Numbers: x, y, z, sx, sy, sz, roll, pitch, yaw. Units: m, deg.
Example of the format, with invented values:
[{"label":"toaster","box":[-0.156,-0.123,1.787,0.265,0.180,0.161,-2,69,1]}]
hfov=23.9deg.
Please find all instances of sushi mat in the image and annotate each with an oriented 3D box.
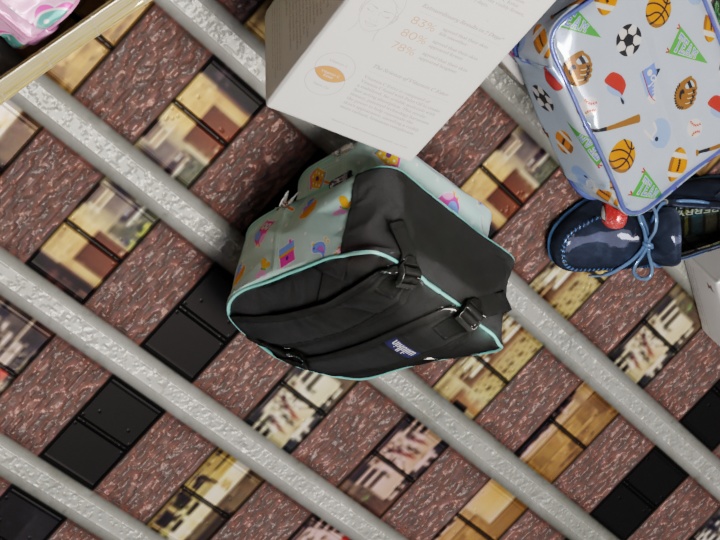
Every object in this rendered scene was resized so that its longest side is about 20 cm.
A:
[{"label":"sushi mat","box":[-0.221,-0.151,1.200,0.200,0.096,0.012,-35,94,-2]}]

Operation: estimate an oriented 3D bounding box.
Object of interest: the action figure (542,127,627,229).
[{"label":"action figure","box":[0.190,-0.135,1.396,0.065,0.099,0.201,-7,97,-46]}]

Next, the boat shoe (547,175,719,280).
[{"label":"boat shoe","box":[0.262,-0.042,1.476,0.199,0.069,0.085,-19,122,-13]}]

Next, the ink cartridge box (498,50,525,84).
[{"label":"ink cartridge box","box":[0.056,-0.224,1.275,0.037,0.095,0.200,-48,124,6]}]

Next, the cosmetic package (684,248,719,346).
[{"label":"cosmetic package","box":[0.402,-0.012,1.552,0.199,0.074,0.102,-26,123,-7]}]

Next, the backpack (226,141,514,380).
[{"label":"backpack","box":[0.000,0.000,1.327,0.175,0.154,0.200,31,138,-34]}]

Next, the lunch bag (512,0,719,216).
[{"label":"lunch bag","box":[0.210,-0.150,1.289,0.160,0.075,0.200,-39,123,-16]}]

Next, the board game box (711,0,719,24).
[{"label":"board game box","box":[0.281,-0.269,1.354,0.126,0.035,0.201,-29,129,-41]}]

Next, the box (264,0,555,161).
[{"label":"box","box":[0.034,-0.187,1.165,0.124,0.098,0.200,19,136,-26]}]

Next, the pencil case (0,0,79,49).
[{"label":"pencil case","box":[-0.280,-0.230,1.132,0.200,0.087,0.088,35,99,-36]}]
